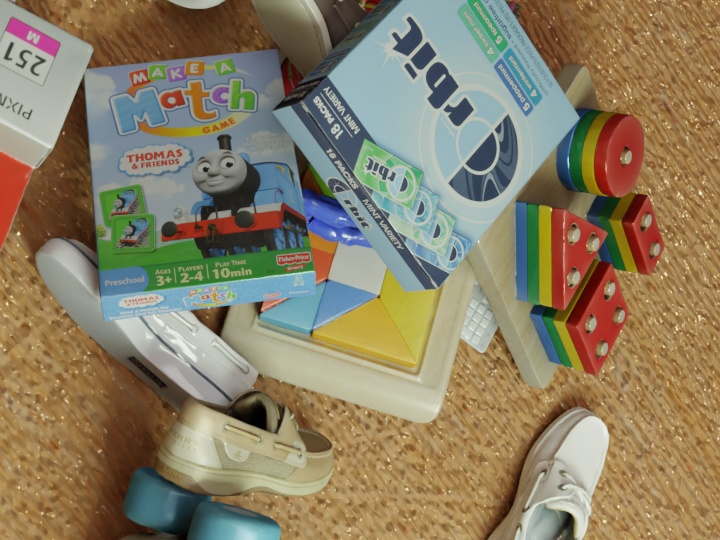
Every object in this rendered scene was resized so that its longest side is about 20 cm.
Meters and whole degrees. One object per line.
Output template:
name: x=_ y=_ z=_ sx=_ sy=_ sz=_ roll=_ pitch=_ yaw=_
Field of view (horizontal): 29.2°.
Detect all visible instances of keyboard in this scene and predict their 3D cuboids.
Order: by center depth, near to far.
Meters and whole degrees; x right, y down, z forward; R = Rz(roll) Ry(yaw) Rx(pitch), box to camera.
keyboard: x=0.131 y=-0.026 z=1.226 sx=0.056 sy=0.011 sz=0.201 roll=38 pitch=68 yaw=-20

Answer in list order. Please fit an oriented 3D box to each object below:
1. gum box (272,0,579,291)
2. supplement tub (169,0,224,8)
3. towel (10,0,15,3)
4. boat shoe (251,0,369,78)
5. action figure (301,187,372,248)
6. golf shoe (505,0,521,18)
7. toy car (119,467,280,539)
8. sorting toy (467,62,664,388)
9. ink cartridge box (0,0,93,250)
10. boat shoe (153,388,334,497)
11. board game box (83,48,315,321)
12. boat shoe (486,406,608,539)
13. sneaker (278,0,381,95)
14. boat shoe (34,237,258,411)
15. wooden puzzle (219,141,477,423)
gum box: x=0.054 y=-0.115 z=1.017 sx=0.200 sy=0.044 sz=0.171 roll=-49 pitch=113 yaw=-28
supplement tub: x=-0.096 y=-0.314 z=1.056 sx=0.145 sy=0.145 sz=0.200 roll=48 pitch=65 yaw=-15
towel: x=-0.317 y=-0.221 z=0.997 sx=0.143 sy=0.023 sz=0.202 roll=23 pitch=72 yaw=-23
boat shoe: x=-0.019 y=-0.174 z=1.037 sx=0.060 sy=0.071 sz=0.201 roll=-46 pitch=122 yaw=-21
action figure: x=-0.047 y=-0.025 z=1.050 sx=0.198 sy=0.065 sz=0.100 roll=26 pitch=63 yaw=2
golf shoe: x=0.070 y=-0.177 z=1.148 sx=0.091 sy=0.073 sz=0.201 roll=25 pitch=38 yaw=-1
toy car: x=-0.081 y=0.261 z=0.999 sx=0.199 sy=0.176 sz=0.187 roll=18 pitch=86 yaw=-38
sorting toy: x=0.185 y=-0.031 z=1.165 sx=0.201 sy=0.069 sz=0.200 roll=-56 pitch=139 yaw=-26
ink cartridge box: x=-0.301 y=-0.123 z=0.936 sx=0.198 sy=0.043 sz=0.175 roll=27 pitch=58 yaw=-21
boat shoe: x=-0.071 y=0.124 z=1.017 sx=0.199 sy=0.071 sz=0.065 roll=10 pitch=100 yaw=-64
board game box: x=-0.120 y=-0.067 z=1.003 sx=0.149 sy=0.037 sz=0.202 roll=-7 pitch=58 yaw=-7
boat shoe: x=0.169 y=0.207 z=1.187 sx=0.071 sy=0.069 sz=0.201 roll=39 pitch=67 yaw=-18
sneaker: x=0.004 y=-0.205 z=1.133 sx=0.077 sy=0.085 sz=0.201 roll=38 pitch=69 yaw=-21
boat shoe: x=-0.157 y=0.037 z=1.034 sx=0.200 sy=0.073 sz=0.066 roll=49 pitch=61 yaw=-27
wooden puzzle: x=0.000 y=0.000 z=1.099 sx=0.183 sy=0.037 sz=0.202 roll=17 pitch=77 yaw=-1
